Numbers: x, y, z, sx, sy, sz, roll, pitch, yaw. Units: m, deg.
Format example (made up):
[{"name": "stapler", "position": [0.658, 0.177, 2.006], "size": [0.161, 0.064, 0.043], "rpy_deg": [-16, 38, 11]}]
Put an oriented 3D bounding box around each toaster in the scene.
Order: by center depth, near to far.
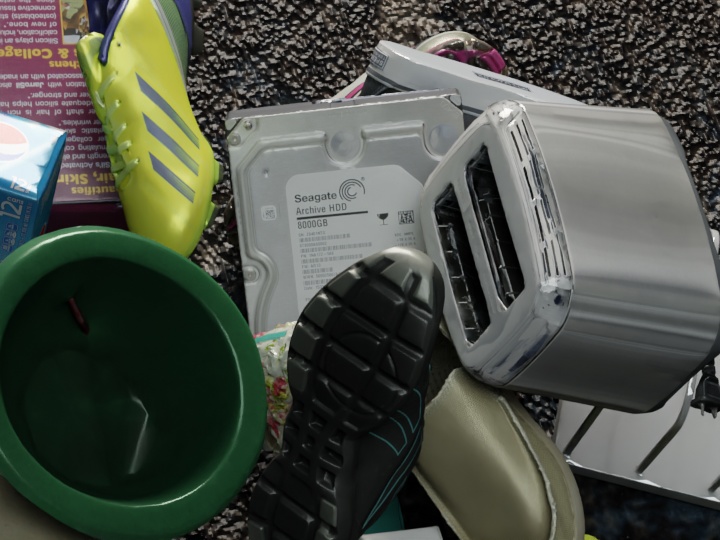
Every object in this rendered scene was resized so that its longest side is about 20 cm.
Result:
[{"name": "toaster", "position": [0.116, -0.004, 1.407], "size": [0.129, 0.114, 0.200], "rpy_deg": [8, 53, -30]}]

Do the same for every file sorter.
[{"name": "file sorter", "position": [0.233, 0.060, 1.542], "size": [0.200, 0.125, 0.139], "rpy_deg": [15, 66, -5]}]

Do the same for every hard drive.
[{"name": "hard drive", "position": [0.000, 0.000, 1.490], "size": [0.139, 0.038, 0.200], "rpy_deg": [-5, 101, 0]}]

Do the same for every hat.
[{"name": "hat", "position": [-0.156, 0.082, 1.398], "size": [0.200, 0.176, 0.166], "rpy_deg": [27, 63, -23]}]

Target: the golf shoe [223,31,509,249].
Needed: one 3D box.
[{"name": "golf shoe", "position": [0.001, -0.075, 1.591], "size": [0.200, 0.092, 0.073], "rpy_deg": [-34, 106, -4]}]

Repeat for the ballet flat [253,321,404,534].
[{"name": "ballet flat", "position": [-0.021, 0.109, 1.469], "size": [0.064, 0.200, 0.076], "rpy_deg": [4, 34, 28]}]

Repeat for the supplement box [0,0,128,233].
[{"name": "supplement box", "position": [-0.207, -0.108, 1.542], "size": [0.131, 0.103, 0.200], "rpy_deg": [0, 67, -14]}]

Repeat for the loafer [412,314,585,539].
[{"name": "loafer", "position": [0.054, 0.090, 1.411], "size": [0.068, 0.076, 0.200], "rpy_deg": [9, 46, -51]}]

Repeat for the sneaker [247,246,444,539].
[{"name": "sneaker", "position": [-0.001, 0.070, 1.356], "size": [0.075, 0.200, 0.079], "rpy_deg": [35, 28, 22]}]

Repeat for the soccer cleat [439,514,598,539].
[{"name": "soccer cleat", "position": [0.123, 0.195, 1.498], "size": [0.084, 0.065, 0.200], "rpy_deg": [-23, 73, -21]}]

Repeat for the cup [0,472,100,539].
[{"name": "cup", "position": [-0.206, 0.171, 1.396], "size": [0.200, 0.201, 0.143], "rpy_deg": [4, 43, -9]}]

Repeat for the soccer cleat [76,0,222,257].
[{"name": "soccer cleat", "position": [-0.128, -0.092, 1.445], "size": [0.084, 0.065, 0.201], "rpy_deg": [19, 52, -39]}]

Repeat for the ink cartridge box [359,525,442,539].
[{"name": "ink cartridge box", "position": [-0.011, 0.208, 1.433], "size": [0.200, 0.115, 0.068], "rpy_deg": [-5, 47, -13]}]

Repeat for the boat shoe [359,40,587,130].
[{"name": "boat shoe", "position": [0.093, -0.074, 1.525], "size": [0.200, 0.072, 0.068], "rpy_deg": [17, 103, -10]}]

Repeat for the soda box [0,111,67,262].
[{"name": "soda box", "position": [-0.219, 0.004, 1.437], "size": [0.068, 0.200, 0.064], "rpy_deg": [17, 41, -2]}]
